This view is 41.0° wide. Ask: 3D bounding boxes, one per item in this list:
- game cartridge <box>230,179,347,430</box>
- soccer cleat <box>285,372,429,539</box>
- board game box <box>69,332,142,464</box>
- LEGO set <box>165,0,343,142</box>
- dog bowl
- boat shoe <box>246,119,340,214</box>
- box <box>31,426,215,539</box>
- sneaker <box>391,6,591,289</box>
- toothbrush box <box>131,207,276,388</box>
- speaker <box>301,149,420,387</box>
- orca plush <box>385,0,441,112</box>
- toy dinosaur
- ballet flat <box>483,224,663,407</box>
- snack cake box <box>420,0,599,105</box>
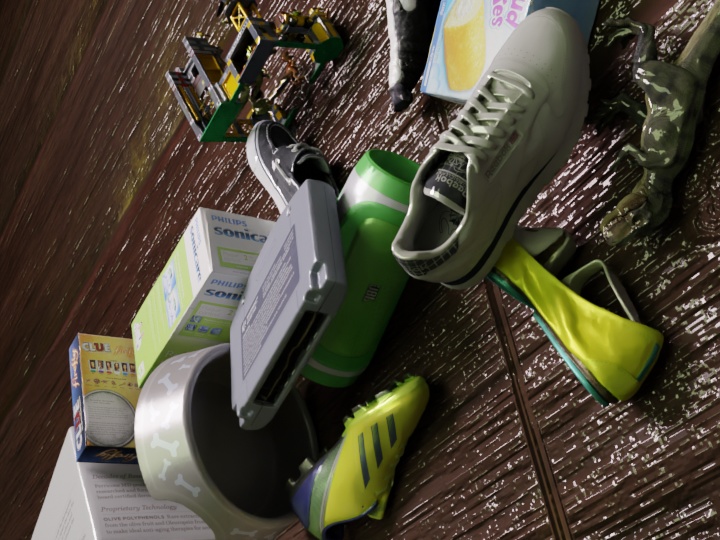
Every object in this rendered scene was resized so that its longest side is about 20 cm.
[{"bbox_3d":[-0.067,0.027,0.839,0.201,0.040,0.135,-58,33,39],"label":"game cartridge"},{"bbox_3d":[0.009,0.167,0.838,0.084,0.064,0.201,49,124,15],"label":"soccer cleat"},{"bbox_3d":[-0.213,0.144,1.050,0.035,0.197,0.138,-49,44,39],"label":"board game box"},{"bbox_3d":[-0.122,-0.233,1.044,0.117,0.152,0.201,59,140,23],"label":"LEGO set"},{"bbox_3d":[-0.116,0.162,0.907,0.058,0.198,0.204,-28,57,32],"label":"dog bowl"},{"bbox_3d":[-0.060,-0.097,0.987,0.068,0.070,0.202,-57,42,35],"label":"boat shoe"},{"bbox_3d":[-0.238,0.303,1.052,0.172,0.197,0.202,53,126,46],"label":"box"},{"bbox_3d":[0.087,-0.083,0.639,0.076,0.080,0.203,28,96,35],"label":"sneaker"},{"bbox_3d":[-0.136,0.041,1.004,0.201,0.143,0.087,-52,42,37],"label":"toothbrush box"},{"bbox_3d":[0.000,0.000,0.853,0.089,0.087,0.203,52,125,49],"label":"speaker"},{"bbox_3d":[0.057,-0.244,0.842,0.070,0.105,0.205,1,78,26],"label":"orca plush"},{"bbox_3d":[0.191,-0.117,0.621,0.088,0.047,0.204,32,107,49],"label":"toy dinosaur"},{"bbox_3d":[0.136,0.010,0.668,0.067,0.066,0.201,-48,43,10],"label":"ballet flat"},{"bbox_3d":[0.123,-0.223,0.730,0.114,0.066,0.205,25,104,58],"label":"snack cake box"}]
